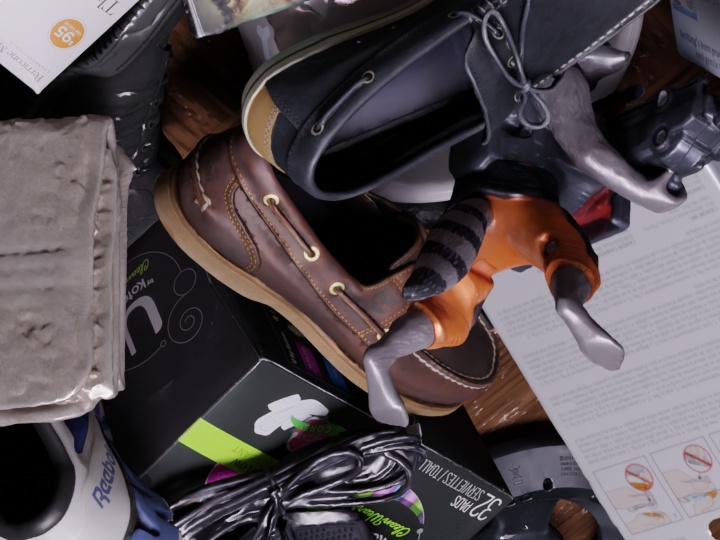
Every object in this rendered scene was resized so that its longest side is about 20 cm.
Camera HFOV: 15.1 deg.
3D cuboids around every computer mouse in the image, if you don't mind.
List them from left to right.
[{"bbox_3d":[-0.018,0.157,1.302,0.138,0.053,0.201,-20,125,-4],"label":"computer mouse"}]

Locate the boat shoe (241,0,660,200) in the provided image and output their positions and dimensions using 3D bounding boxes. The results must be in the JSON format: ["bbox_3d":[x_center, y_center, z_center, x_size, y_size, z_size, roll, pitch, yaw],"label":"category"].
[{"bbox_3d":[0.049,-0.086,1.107,0.199,0.062,0.075,-26,136,-7],"label":"boat shoe"}]

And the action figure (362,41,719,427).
[{"bbox_3d":[0.084,-0.042,1.141,0.104,0.194,0.200,36,135,-26],"label":"action figure"}]

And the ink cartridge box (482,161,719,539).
[{"bbox_3d":[0.155,0.041,1.254,0.160,0.047,0.201,-23,105,43],"label":"ink cartridge box"}]

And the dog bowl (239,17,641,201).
[{"bbox_3d":[0.040,-0.116,1.239,0.199,0.059,0.201,-13,135,-14],"label":"dog bowl"}]

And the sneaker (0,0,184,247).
[{"bbox_3d":[-0.112,-0.066,1.218,0.104,0.060,0.200,22,122,-40],"label":"sneaker"}]

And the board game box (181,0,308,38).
[{"bbox_3d":[-0.035,-0.208,1.075,0.134,0.028,0.201,-21,108,-7],"label":"board game box"}]

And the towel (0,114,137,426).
[{"bbox_3d":[-0.195,0.001,1.148,0.198,0.134,0.035,-1,162,6],"label":"towel"}]

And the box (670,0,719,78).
[{"bbox_3d":[0.228,-0.195,1.183,0.183,0.105,0.201,-15,112,-13],"label":"box"}]

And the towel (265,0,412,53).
[{"bbox_3d":[0.027,-0.197,1.123,0.190,0.032,0.201,-23,107,-6],"label":"towel"}]

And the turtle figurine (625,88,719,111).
[{"bbox_3d":[0.225,-0.087,1.288,0.193,0.199,0.145,-31,101,-39],"label":"turtle figurine"}]

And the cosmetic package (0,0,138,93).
[{"bbox_3d":[-0.173,-0.161,1.084,0.082,0.051,0.200,-40,129,15],"label":"cosmetic package"}]

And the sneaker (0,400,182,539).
[{"bbox_3d":[-0.162,0.065,1.213,0.081,0.199,0.115,-43,138,-1],"label":"sneaker"}]

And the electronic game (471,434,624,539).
[{"bbox_3d":[0.081,0.172,1.547,0.199,0.042,0.201,-14,133,-15],"label":"electronic game"}]

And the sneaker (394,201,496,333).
[{"bbox_3d":[0.059,0.003,1.351,0.199,0.087,0.074,2,90,-16],"label":"sneaker"}]

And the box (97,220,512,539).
[{"bbox_3d":[-0.053,0.085,1.339,0.149,0.125,0.200,-44,136,16],"label":"box"}]

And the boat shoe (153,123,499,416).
[{"bbox_3d":[0.000,0.000,1.224,0.070,0.071,0.200,-31,133,32],"label":"boat shoe"}]
